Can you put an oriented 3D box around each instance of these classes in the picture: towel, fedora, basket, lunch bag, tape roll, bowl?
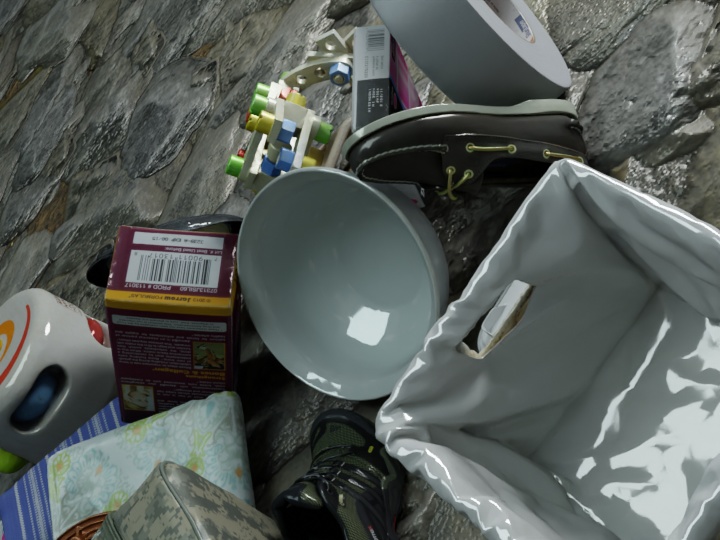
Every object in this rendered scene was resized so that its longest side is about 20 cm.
[{"bbox_3d":[-0.187,0.214,1.046,0.199,0.048,0.172,-20,61,13],"label":"towel"},{"bbox_3d":[-0.188,0.015,1.222,0.200,0.200,0.092,-27,77,37],"label":"fedora"},{"bbox_3d":[0.155,0.079,0.658,0.200,0.161,0.199,36,92,41],"label":"basket"},{"bbox_3d":[-0.120,0.263,0.856,0.168,0.200,0.139,-45,44,4],"label":"lunch bag"},{"bbox_3d":[0.089,-0.210,0.989,0.066,0.200,0.201,-41,36,24],"label":"tape roll"},{"bbox_3d":[-0.271,0.210,1.153,0.200,0.024,0.145,-40,37,2],"label":"towel"},{"bbox_3d":[0.000,0.000,0.985,0.201,0.202,0.090,-23,4,40],"label":"bowl"}]

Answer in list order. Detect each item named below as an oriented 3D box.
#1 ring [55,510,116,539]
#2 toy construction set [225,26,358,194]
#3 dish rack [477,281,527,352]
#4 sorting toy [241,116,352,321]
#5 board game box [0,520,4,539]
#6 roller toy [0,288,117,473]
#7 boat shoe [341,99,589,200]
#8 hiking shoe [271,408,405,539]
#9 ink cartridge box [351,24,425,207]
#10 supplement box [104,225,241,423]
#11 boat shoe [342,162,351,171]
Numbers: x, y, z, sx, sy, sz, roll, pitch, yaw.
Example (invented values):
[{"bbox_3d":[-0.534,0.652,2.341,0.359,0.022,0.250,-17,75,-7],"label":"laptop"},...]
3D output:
[{"bbox_3d":[-0.203,0.304,0.986,0.199,0.019,0.202,-2,84,20],"label":"ring"},{"bbox_3d":[-0.060,-0.141,1.053,0.131,0.092,0.200,-60,2,46],"label":"toy construction set"},{"bbox_3d":[0.169,0.025,0.832,0.172,0.043,0.200,-57,34,-1],"label":"dish rack"},{"bbox_3d":[-0.071,-0.048,1.146,0.201,0.036,0.185,-65,11,-17],"label":"sorting toy"},{"bbox_3d":[-0.295,0.299,1.180,0.196,0.056,0.201,-38,38,26],"label":"board game box"},{"bbox_3d":[-0.374,0.118,1.357,0.182,0.140,0.201,-25,44,38],"label":"roller toy"},{"bbox_3d":[0.086,-0.089,0.911,0.072,0.200,0.061,121,137,-63],"label":"boat shoe"},{"bbox_3d":[-0.019,0.171,0.894,0.076,0.101,0.200,-41,36,20],"label":"hiking shoe"},{"bbox_3d":[0.031,-0.118,1.010,0.037,0.200,0.095,-3,69,11],"label":"ink cartridge box"},{"bbox_3d":[-0.167,0.058,1.080,0.200,0.110,0.086,98,176,-51],"label":"supplement box"},{"bbox_3d":[-0.005,-0.046,1.111,0.201,0.063,0.073,-64,9,-23],"label":"boat shoe"}]
